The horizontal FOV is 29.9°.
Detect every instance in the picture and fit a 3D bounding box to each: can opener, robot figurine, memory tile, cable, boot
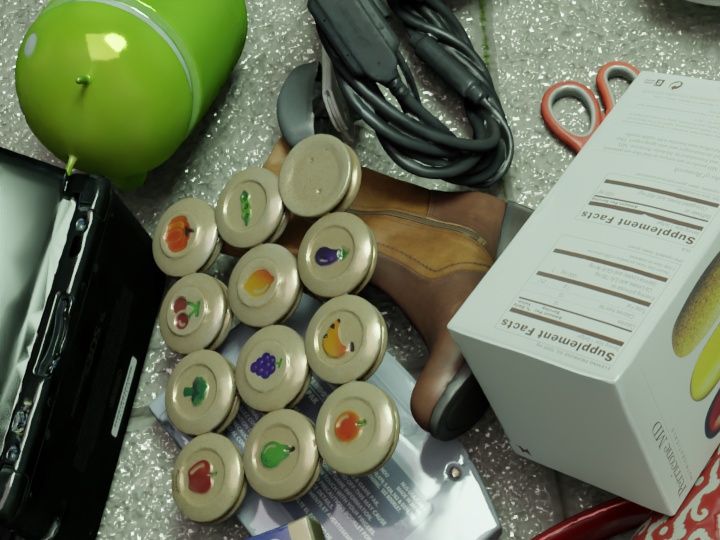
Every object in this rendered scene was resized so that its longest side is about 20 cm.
[{"bbox_3d":[-0.028,-0.169,0.895,0.066,0.053,0.202,-13,55,15],"label":"can opener"},{"bbox_3d":[-0.141,-0.138,0.848,0.114,0.177,0.201,19,40,3],"label":"robot figurine"},{"bbox_3d":[-0.054,0.032,0.768,0.152,0.017,0.203,-20,65,25],"label":"memory tile"},{"bbox_3d":[0.027,-0.138,0.841,0.051,0.163,0.201,-34,99,24],"label":"cable"},{"bbox_3d":[0.000,0.000,0.798,0.197,0.069,0.190,18,52,13],"label":"boot"}]

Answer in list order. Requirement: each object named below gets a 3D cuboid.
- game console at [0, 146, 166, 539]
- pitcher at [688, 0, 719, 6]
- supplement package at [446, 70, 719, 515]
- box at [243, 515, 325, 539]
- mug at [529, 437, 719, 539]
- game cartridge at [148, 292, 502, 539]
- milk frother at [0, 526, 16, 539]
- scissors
[{"bbox_3d":[-0.210,0.043,0.772,0.115,0.176,0.203,6,68,16],"label":"game console"},{"bbox_3d":[0.289,-0.221,0.859,0.197,0.173,0.122,-11,38,23],"label":"pitcher"},{"bbox_3d":[0.158,0.007,0.720,0.109,0.114,0.201,16,59,43],"label":"supplement package"},{"bbox_3d":[-0.100,0.225,0.733,0.197,0.032,0.123,-21,71,8],"label":"box"},{"bbox_3d":[0.159,0.175,0.695,0.177,0.134,0.201,35,71,16],"label":"mug"},{"bbox_3d":[-0.016,0.110,0.792,0.133,0.041,0.200,-40,68,-7],"label":"game cartridge"},{"bbox_3d":[-0.315,0.126,0.735,0.199,0.189,0.181,-35,68,-10],"label":"milk frother"},{"bbox_3d":[0.164,-0.044,0.850,0.072,0.014,0.203,-9,64,1],"label":"scissors"}]
